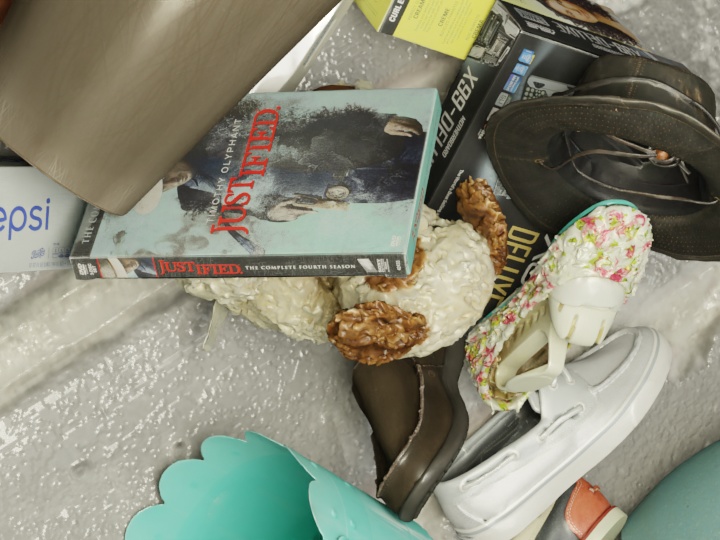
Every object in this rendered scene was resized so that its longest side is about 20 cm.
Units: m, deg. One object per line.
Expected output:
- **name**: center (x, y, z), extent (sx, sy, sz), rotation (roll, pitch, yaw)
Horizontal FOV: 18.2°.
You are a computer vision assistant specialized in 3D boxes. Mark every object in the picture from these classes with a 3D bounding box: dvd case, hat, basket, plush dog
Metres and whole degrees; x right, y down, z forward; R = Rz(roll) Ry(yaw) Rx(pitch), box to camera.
- **dvd case**: center (-0.059, -0.051, 1.314), extent (0.147, 0.198, 0.022), rotation (-77, 160, -44)
- **hat**: center (0.172, -0.084, 1.399), extent (0.200, 0.200, 0.082), rotation (30, 63, -28)
- **basket**: center (-0.118, -0.143, 1.263), extent (0.180, 0.136, 0.201), rotation (34, 97, -18)
- **plush dog**: center (0.000, 0.000, 1.385), extent (0.200, 0.171, 0.161), rotation (-46, 140, -37)

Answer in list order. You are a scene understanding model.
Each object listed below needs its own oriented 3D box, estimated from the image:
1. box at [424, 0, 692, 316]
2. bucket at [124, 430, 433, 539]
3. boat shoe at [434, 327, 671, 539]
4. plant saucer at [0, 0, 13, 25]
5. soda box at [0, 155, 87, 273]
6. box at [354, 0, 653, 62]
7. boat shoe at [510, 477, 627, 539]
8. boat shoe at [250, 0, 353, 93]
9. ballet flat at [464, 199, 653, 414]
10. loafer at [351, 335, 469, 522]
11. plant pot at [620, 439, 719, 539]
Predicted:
- **box**: center (0.115, -0.063, 1.482), extent (0.157, 0.050, 0.201), rotation (15, 116, -29)
- **bucket**: center (-0.051, 0.213, 1.396), extent (0.134, 0.207, 0.209), rotation (28, 84, -34)
- **boat shoe**: center (0.129, 0.100, 1.543), extent (0.200, 0.072, 0.069), rotation (-41, 114, -7)
- **plant saucer**: center (-0.156, -0.194, 1.329), extent (0.199, 0.037, 0.201), rotation (-31, 138, -33)
- **soda box**: center (-0.238, -0.032, 1.287), extent (0.199, 0.068, 0.064), rotation (-4, 100, -54)
- **box**: center (0.092, -0.165, 1.481), extent (0.199, 0.075, 0.050), rotation (14, 115, -30)
- **boat shoe**: center (0.100, 0.224, 1.554), extent (0.062, 0.071, 0.200), rotation (39, 78, 16)
- **boat shoe**: center (-0.065, -0.145, 1.411), extent (0.068, 0.072, 0.201), rotation (35, 96, 4)
- **ballet flat**: center (0.131, 0.031, 1.447), extent (0.075, 0.200, 0.064), rotation (11, 55, -20)
- **loafer**: center (0.023, 0.087, 1.438), extent (0.071, 0.200, 0.073), rotation (26, 115, -11)
- **plant pot**: center (0.257, 0.212, 1.580), extent (0.133, 0.200, 0.202), rotation (-11, 105, 10)
